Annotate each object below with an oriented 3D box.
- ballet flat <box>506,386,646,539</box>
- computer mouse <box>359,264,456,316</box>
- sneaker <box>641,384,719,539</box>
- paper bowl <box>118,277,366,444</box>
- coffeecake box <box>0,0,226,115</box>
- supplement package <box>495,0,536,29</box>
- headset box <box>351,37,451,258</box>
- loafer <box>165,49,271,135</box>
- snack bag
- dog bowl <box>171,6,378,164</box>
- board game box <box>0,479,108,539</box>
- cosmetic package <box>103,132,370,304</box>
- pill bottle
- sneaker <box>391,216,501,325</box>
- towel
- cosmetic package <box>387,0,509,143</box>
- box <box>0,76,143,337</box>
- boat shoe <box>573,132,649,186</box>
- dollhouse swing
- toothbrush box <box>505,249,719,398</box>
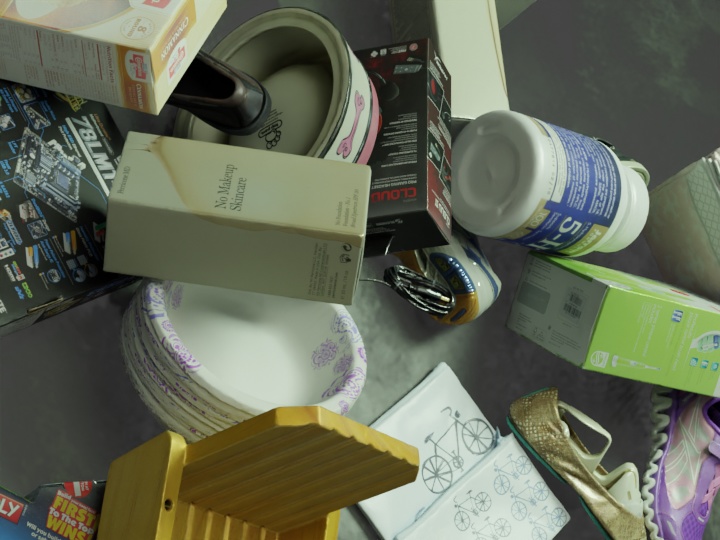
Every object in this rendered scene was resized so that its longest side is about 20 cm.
[{"bbox_3d":[0.222,0.190,1.631,0.200,0.065,0.071,48,15,-8],"label":"ballet flat"},{"bbox_3d":[0.000,0.000,1.478,0.200,0.034,0.059,13,39,-29],"label":"computer mouse"},{"bbox_3d":[0.330,0.194,1.686,0.080,0.088,0.200,43,47,-46],"label":"sneaker"},{"bbox_3d":[-0.103,0.075,1.422,0.200,0.104,0.201,21,37,-17],"label":"paper bowl"},{"bbox_3d":[-0.233,-0.224,1.443,0.200,0.073,0.154,14,48,13],"label":"coffeecake box"},{"bbox_3d":[0.112,-0.365,1.788,0.200,0.117,0.117,35,53,-17],"label":"supplement package"},{"bbox_3d":[0.004,-0.098,1.564,0.075,0.148,0.200,50,37,-57],"label":"headset box"},{"bbox_3d":[-0.170,-0.176,1.478,0.200,0.063,0.072,23,83,19],"label":"loafer"},{"bbox_3d":[0.083,0.200,1.568,0.188,0.021,0.200,-36,91,-39],"label":"snack bag"},{"bbox_3d":[-0.069,-0.126,1.513,0.074,0.200,0.201,32,51,-47],"label":"dog bowl"},{"bbox_3d":[-0.271,0.225,1.288,0.200,0.062,0.200,33,53,-18],"label":"board game box"},{"bbox_3d":[-0.097,-0.042,1.373,0.200,0.073,0.104,8,37,-4],"label":"cosmetic package"},{"bbox_3d":[0.185,-0.077,1.655,0.200,0.120,0.120,12,62,-45],"label":"pill bottle"},{"bbox_3d":[0.062,-0.042,1.646,0.088,0.075,0.200,-22,83,-57],"label":"sneaker"},{"bbox_3d":[0.355,-0.005,1.747,0.032,0.191,0.200,-18,80,-18],"label":"towel"},{"bbox_3d":[0.085,-0.215,1.705,0.073,0.104,0.200,3,68,-23],"label":"cosmetic package"},{"bbox_3d":[-0.275,-0.062,1.427,0.198,0.050,0.200,-25,83,-40],"label":"box"},{"bbox_3d":[0.201,-0.112,1.768,0.199,0.075,0.066,0,40,-25],"label":"boat shoe"},{"bbox_3d":[-0.068,0.212,1.312,0.200,0.176,0.182,29,61,-46],"label":"dollhouse swing"},{"bbox_3d":[0.266,0.053,1.669,0.200,0.146,0.086,14,98,-28],"label":"toothbrush box"}]
